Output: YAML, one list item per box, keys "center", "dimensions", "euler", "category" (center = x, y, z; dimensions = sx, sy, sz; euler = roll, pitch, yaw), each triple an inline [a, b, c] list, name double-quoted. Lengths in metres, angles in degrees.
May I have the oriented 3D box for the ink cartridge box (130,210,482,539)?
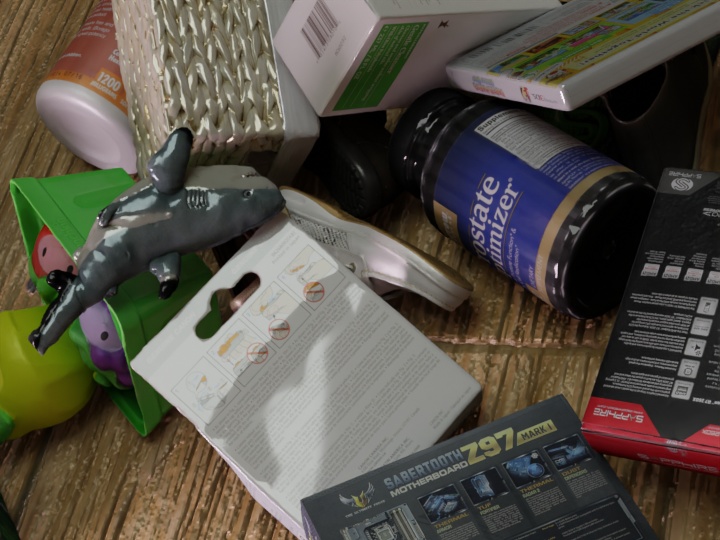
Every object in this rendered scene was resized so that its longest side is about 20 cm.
- center: [-0.038, 0.082, 1.189]
  dimensions: [0.200, 0.050, 0.162]
  euler: [40, 75, 14]
  category: "ink cartridge box"

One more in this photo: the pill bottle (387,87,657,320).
- center: [0.115, -0.057, 1.236]
  dimensions: [0.112, 0.112, 0.199]
  euler: [-45, 50, -13]
  category: "pill bottle"

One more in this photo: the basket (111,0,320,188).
- center: [-0.121, -0.168, 1.346]
  dimensions: [0.122, 0.136, 0.202]
  euler: [-7, 73, -20]
  category: "basket"

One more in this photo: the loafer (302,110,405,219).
- center: [-0.014, -0.113, 1.371]
  dimensions: [0.071, 0.074, 0.201]
  euler: [-15, 46, -22]
  category: "loafer"

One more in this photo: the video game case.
- center: [0.183, -0.174, 1.222]
  dimensions: [0.198, 0.023, 0.182]
  euler: [-27, 20, -16]
  category: "video game case"

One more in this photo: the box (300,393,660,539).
- center: [0.080, 0.181, 1.083]
  dimensions: [0.198, 0.051, 0.158]
  euler: [-20, 49, -14]
  category: "box"

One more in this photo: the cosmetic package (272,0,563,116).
- center: [0.045, -0.190, 1.294]
  dimensions: [0.198, 0.108, 0.085]
  euler: [-10, 57, -39]
  category: "cosmetic package"

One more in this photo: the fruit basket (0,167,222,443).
- center: [-0.227, 0.040, 1.299]
  dimensions: [0.213, 0.157, 0.217]
  euler: [-3, 43, 3]
  category: "fruit basket"

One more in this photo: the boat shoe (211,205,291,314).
- center: [-0.068, 0.026, 1.244]
  dimensions: [0.072, 0.071, 0.202]
  euler: [-38, 64, 36]
  category: "boat shoe"

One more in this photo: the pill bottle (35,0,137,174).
- center: [-0.187, -0.193, 1.467]
  dimensions: [0.111, 0.113, 0.201]
  euler: [14, 62, 31]
  category: "pill bottle"

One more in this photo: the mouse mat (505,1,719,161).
- center: [0.189, -0.134, 1.332]
  dimensions: [0.159, 0.008, 0.201]
  euler: [9, 58, 29]
  category: "mouse mat"

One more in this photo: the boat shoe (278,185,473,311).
- center: [0.000, 0.000, 1.277]
  dimensions: [0.199, 0.071, 0.070]
  euler: [25, 88, 41]
  category: "boat shoe"

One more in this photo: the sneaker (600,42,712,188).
- center: [0.220, -0.156, 1.260]
  dimensions: [0.074, 0.107, 0.202]
  euler: [-8, 53, 17]
  category: "sneaker"

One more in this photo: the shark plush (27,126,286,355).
- center: [-0.151, -0.017, 1.181]
  dimensions: [0.199, 0.091, 0.083]
  euler: [-35, 68, -26]
  category: "shark plush"

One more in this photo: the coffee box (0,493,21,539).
- center: [-0.315, 0.140, 1.265]
  dimensions: [0.044, 0.123, 0.200]
  euler: [-31, 47, -5]
  category: "coffee box"

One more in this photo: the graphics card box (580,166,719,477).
- center: [0.231, 0.033, 1.091]
  dimensions: [0.124, 0.051, 0.202]
  euler: [7, 64, 30]
  category: "graphics card box"
